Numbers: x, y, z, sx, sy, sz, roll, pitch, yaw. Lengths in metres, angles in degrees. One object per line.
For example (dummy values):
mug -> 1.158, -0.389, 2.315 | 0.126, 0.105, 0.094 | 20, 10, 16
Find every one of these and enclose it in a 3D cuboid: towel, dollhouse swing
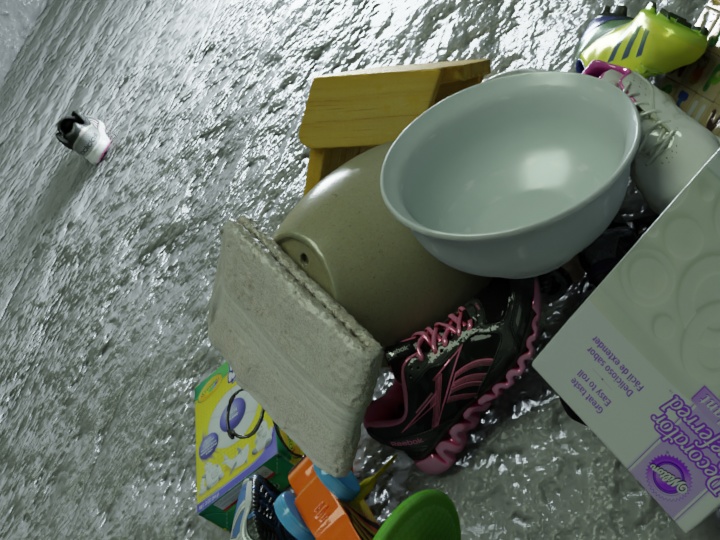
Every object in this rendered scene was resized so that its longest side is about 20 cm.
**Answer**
towel -> -0.062, 0.058, 0.847 | 0.200, 0.034, 0.134 | 41, 132, 33
dollhouse swing -> 0.038, -0.119, 1.061 | 0.178, 0.180, 0.200 | 0, 12, 20

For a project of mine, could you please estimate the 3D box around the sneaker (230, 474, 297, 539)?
sneaker -> -0.096, 0.268, 0.907 | 0.076, 0.076, 0.202 | -32, 36, 20

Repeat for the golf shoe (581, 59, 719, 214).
golf shoe -> 0.220, -0.106, 0.808 | 0.076, 0.091, 0.201 | -51, 21, 17

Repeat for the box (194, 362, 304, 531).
box -> -0.119, 0.153, 1.076 | 0.117, 0.048, 0.202 | -39, 33, 19

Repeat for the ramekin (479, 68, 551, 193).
ramekin -> 0.138, -0.092, 0.945 | 0.201, 0.094, 0.205 | -32, 38, 29

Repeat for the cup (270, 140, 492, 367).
cup -> 0.000, 0.000, 0.892 | 0.142, 0.205, 0.198 | -18, 9, -40

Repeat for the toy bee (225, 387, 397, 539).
toy bee -> -0.021, 0.188, 0.889 | 0.129, 0.108, 0.203 | -27, 64, 20

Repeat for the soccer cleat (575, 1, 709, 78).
soccer cleat -> 0.243, -0.187, 0.908 | 0.085, 0.064, 0.200 | -65, 12, 9

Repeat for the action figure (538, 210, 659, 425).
action figure -> 0.193, 0.015, 0.799 | 0.129, 0.069, 0.203 | -31, 35, 38

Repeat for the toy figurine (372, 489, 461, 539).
toy figurine -> 0.087, 0.261, 0.627 | 0.181, 0.150, 0.203 | 16, 75, 32

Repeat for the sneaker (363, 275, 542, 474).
sneaker -> 0.069, 0.072, 0.830 | 0.202, 0.094, 0.079 | -59, 18, 20

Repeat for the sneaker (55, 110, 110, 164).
sneaker -> -0.538, -0.268, 1.968 | 0.074, 0.087, 0.200 | -50, 32, 2

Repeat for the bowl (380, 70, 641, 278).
bowl -> 0.120, -0.059, 0.791 | 0.197, 0.091, 0.203 | -13, 39, 11

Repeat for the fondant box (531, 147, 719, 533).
fondant box -> 0.221, 0.038, 0.631 | 0.145, 0.058, 0.201 | 47, 122, 19

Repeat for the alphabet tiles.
alphabet tiles -> 0.296, -0.169, 0.830 | 0.202, 0.006, 0.167 | -62, 16, 17
